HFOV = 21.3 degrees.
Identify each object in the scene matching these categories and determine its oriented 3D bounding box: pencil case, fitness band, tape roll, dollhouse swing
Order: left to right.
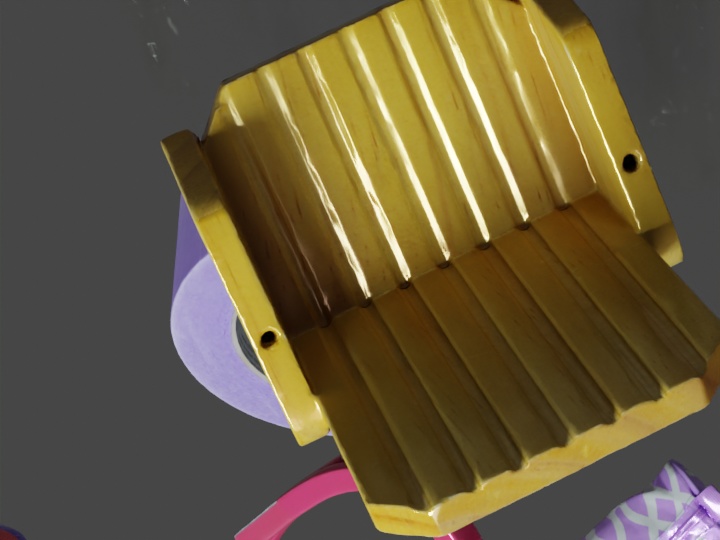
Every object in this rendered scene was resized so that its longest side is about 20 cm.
[{"bbox_3d":[-0.002,0.199,1.249,0.200,0.037,0.144,-39,87,37],"label":"fitness band"},{"bbox_3d":[0.000,0.000,1.025,0.199,0.085,0.200,1,142,1],"label":"tape roll"},{"bbox_3d":[0.039,-0.016,0.839,0.199,0.176,0.182,-25,105,-3],"label":"dollhouse swing"},{"bbox_3d":[0.159,0.211,1.228,0.200,0.084,0.085,-46,161,4],"label":"pencil case"}]

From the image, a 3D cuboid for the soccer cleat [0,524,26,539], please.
[{"bbox_3d":[-0.302,0.165,1.258,0.199,0.074,0.068,10,163,-40],"label":"soccer cleat"}]
